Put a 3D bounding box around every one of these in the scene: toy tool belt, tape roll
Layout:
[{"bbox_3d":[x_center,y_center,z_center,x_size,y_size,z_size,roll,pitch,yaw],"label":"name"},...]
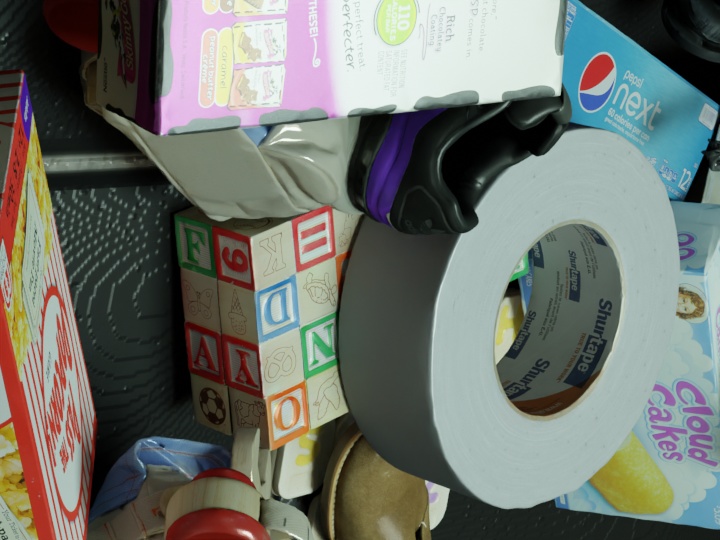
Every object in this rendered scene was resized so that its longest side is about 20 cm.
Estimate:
[{"bbox_3d":[-0.087,0.132,1.192,0.124,0.123,0.201,12,136,-12],"label":"toy tool belt"},{"bbox_3d":[-0.071,-0.117,1.135,0.200,0.124,0.124,48,46,-50],"label":"toy tool belt"},{"bbox_3d":[0.080,0.019,1.295,0.200,0.066,0.202,-16,113,-43],"label":"tape roll"}]

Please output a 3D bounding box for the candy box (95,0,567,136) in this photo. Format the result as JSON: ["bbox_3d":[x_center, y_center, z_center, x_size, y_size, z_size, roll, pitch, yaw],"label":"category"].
[{"bbox_3d":[-0.007,-0.135,1.023,0.199,0.061,0.137,-7,111,-31],"label":"candy box"}]

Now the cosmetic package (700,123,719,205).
[{"bbox_3d":[0.281,-0.081,1.520,0.200,0.087,0.104,-38,141,-60],"label":"cosmetic package"}]

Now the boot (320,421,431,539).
[{"bbox_3d":[0.027,0.161,1.401,0.073,0.075,0.201,-31,135,-27],"label":"boot"}]

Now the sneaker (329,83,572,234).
[{"bbox_3d":[0.068,-0.103,1.205,0.070,0.099,0.201,34,81,-54],"label":"sneaker"}]

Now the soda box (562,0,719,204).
[{"bbox_3d":[0.122,-0.102,1.389,0.200,0.068,0.065,28,86,-52],"label":"soda box"}]

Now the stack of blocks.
[{"bbox_3d":[0.000,0.000,1.296,0.199,0.058,0.116,-25,119,-40],"label":"stack of blocks"}]

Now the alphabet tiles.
[{"bbox_3d":[0.026,0.068,1.412,0.199,0.015,0.197,-9,116,-46],"label":"alphabet tiles"}]

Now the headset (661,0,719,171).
[{"bbox_3d":[0.204,-0.155,1.383,0.093,0.123,0.201,-12,79,-21],"label":"headset"}]

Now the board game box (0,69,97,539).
[{"bbox_3d":[-0.156,0.038,1.083,0.046,0.152,0.201,-5,125,2],"label":"board game box"}]

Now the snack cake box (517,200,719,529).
[{"bbox_3d":[0.166,0.055,1.477,0.067,0.114,0.201,-60,147,-45],"label":"snack cake box"}]
